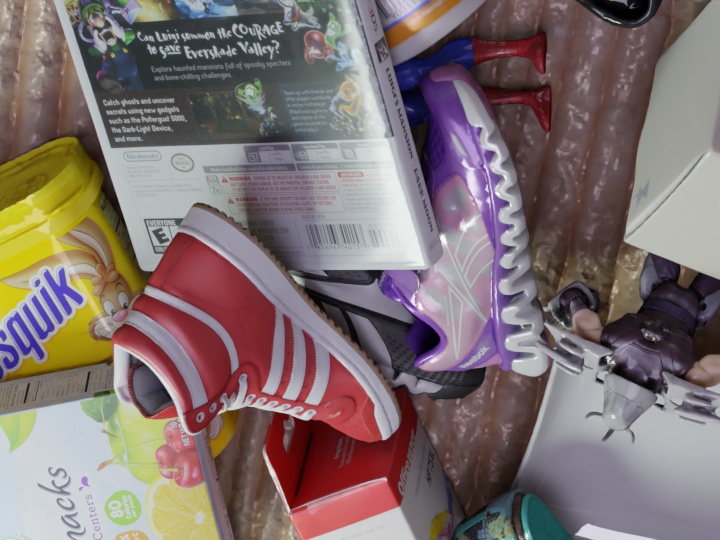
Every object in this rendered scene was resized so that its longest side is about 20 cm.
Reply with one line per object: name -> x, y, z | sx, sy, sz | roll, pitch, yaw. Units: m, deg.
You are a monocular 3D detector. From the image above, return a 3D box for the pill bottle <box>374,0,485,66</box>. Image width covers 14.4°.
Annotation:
pill bottle -> -0.017, -0.215, 1.543 | 0.112, 0.112, 0.200 | -32, 107, 18

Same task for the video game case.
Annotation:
video game case -> -0.063, -0.084, 1.570 | 0.200, 0.023, 0.182 | 0, 118, 33

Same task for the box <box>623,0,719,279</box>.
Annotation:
box -> 0.261, -0.055, 1.551 | 0.200, 0.128, 0.109 | 21, 149, -12

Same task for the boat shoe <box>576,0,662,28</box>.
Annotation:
boat shoe -> 0.097, -0.210, 1.558 | 0.070, 0.066, 0.200 | -34, 106, 18

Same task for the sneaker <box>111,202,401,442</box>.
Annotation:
sneaker -> -0.063, 0.063, 1.586 | 0.113, 0.071, 0.200 | -54, 129, -15

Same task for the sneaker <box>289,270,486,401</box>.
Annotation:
sneaker -> 0.000, 0.000, 1.663 | 0.200, 0.067, 0.091 | 34, 115, -7

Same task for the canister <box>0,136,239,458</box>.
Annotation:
canister -> -0.179, 0.041, 1.689 | 0.148, 0.087, 0.200 | -25, 111, 15

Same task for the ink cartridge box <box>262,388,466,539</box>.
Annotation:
ink cartridge box -> 0.016, 0.155, 1.704 | 0.067, 0.116, 0.200 | -20, 112, 15

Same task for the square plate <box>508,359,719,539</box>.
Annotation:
square plate -> 0.197, 0.114, 1.684 | 0.200, 0.028, 0.198 | 14, 141, -1

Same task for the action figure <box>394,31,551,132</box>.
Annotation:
action figure -> 0.007, -0.101, 1.625 | 0.199, 0.052, 0.066 | -2, 133, 9

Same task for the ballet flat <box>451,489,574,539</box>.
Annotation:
ballet flat -> 0.124, 0.204, 1.735 | 0.074, 0.074, 0.200 | -30, 122, 17

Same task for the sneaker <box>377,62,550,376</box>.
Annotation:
sneaker -> 0.049, -0.019, 1.595 | 0.088, 0.081, 0.200 | -12, 122, 0

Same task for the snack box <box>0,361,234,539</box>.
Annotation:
snack box -> -0.150, 0.155, 1.665 | 0.142, 0.053, 0.200 | -11, 114, 5

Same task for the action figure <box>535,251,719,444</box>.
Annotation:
action figure -> 0.177, 0.018, 1.587 | 0.130, 0.200, 0.069 | 27, 150, 4
